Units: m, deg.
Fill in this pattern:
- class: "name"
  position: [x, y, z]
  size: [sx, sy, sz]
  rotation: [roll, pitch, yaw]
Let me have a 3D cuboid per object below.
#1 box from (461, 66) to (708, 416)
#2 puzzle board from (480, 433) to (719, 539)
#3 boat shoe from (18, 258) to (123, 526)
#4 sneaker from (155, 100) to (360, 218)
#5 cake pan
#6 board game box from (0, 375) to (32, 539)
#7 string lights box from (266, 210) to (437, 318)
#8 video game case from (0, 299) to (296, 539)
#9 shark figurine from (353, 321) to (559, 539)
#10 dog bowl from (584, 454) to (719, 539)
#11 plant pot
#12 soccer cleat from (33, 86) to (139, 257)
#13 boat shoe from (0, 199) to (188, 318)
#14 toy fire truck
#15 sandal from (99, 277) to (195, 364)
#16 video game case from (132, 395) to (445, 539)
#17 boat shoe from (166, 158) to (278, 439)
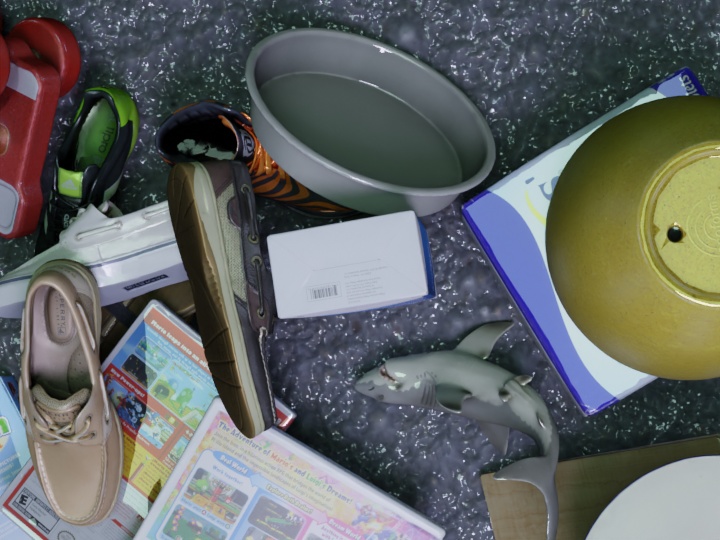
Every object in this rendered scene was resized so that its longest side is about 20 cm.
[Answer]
- class: "box"
  position: [0.205, -0.017, 0.980]
  size: [0.199, 0.105, 0.185]
  rotation: [-32, 84, 5]
- class: "puzzle board"
  position: [0.194, 0.212, 0.976]
  size: [0.199, 0.017, 0.152]
  rotation: [-15, 86, 33]
- class: "boat shoe"
  position: [-0.216, 0.096, 0.940]
  size: [0.071, 0.065, 0.202]
  rotation: [-6, 102, 1]
- class: "sneaker"
  position: [-0.065, -0.084, 1.007]
  size: [0.198, 0.112, 0.078]
  rotation: [3, 88, 6]
- class: "cake pan"
  position: [0.004, -0.110, 0.976]
  size: [0.199, 0.200, 0.037]
  rotation: [31, 127, 6]
- class: "board game box"
  position: [-0.303, 0.210, 1.059]
  size: [0.151, 0.037, 0.201]
  rotation: [-30, 85, 4]
- class: "string lights box"
  position: [0.000, 0.000, 0.953]
  size: [0.102, 0.200, 0.059]
  rotation: [-9, 88, 5]
- class: "video game case"
  position: [-0.163, 0.144, 0.989]
  size: [0.143, 0.017, 0.200]
  rotation: [38, 90, 8]
- class: "shark figurine"
  position: [0.107, 0.120, 0.988]
  size: [0.128, 0.214, 0.090]
  rotation: [-28, 126, -23]
- class: "dog bowl"
  position: [0.241, 0.225, 0.856]
  size: [0.198, 0.079, 0.202]
  rotation: [-5, 72, 17]
- class: "plant pot"
  position: [0.224, -0.026, 0.854]
  size: [0.198, 0.142, 0.202]
  rotation: [0, 87, 5]
- class: "soccer cleat"
  position: [-0.226, -0.051, 1.039]
  size: [0.067, 0.081, 0.202]
  rotation: [14, 89, 7]
- class: "boat shoe"
  position: [-0.193, -0.017, 0.994]
  size: [0.198, 0.071, 0.070]
  rotation: [-16, 76, 8]
- class: "toy fire truck"
  position: [-0.327, -0.134, 1.041]
  size: [0.199, 0.112, 0.169]
  rotation: [25, 110, 19]
- class: "sandal"
  position: [-0.166, 0.029, 1.044]
  size: [0.080, 0.054, 0.200]
  rotation: [43, 96, 18]
- class: "video game case"
  position: [-0.066, 0.220, 0.963]
  size: [0.199, 0.024, 0.183]
  rotation: [30, 90, -1]
- class: "boat shoe"
  position: [-0.083, 0.017, 0.928]
  size: [0.064, 0.073, 0.202]
  rotation: [-15, 95, -24]
